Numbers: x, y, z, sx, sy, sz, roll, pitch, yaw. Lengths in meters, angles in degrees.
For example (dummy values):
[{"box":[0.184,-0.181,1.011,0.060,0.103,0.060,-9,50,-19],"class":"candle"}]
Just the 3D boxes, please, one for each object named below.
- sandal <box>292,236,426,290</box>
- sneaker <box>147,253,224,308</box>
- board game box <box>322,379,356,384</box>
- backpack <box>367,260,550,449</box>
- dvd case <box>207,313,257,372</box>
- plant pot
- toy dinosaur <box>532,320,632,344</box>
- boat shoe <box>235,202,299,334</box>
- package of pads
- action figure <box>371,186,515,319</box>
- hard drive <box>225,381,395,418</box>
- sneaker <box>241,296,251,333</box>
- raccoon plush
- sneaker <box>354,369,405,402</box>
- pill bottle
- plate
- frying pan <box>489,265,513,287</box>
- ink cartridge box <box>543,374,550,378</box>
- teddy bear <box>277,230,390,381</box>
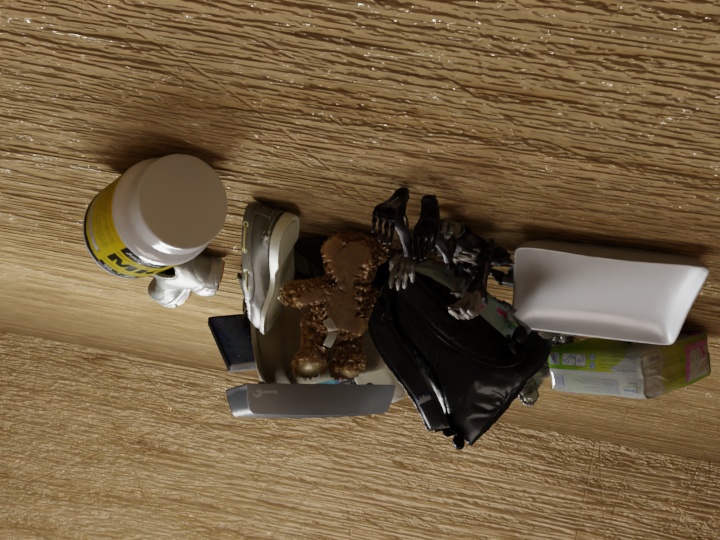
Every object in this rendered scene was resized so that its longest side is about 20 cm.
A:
[{"box":[0.000,0.000,1.113,0.196,0.083,0.055,4,-171,-3],"class":"sandal"},{"box":[-0.295,0.001,1.342,0.091,0.077,0.199,28,152,-32],"class":"sneaker"},{"box":[-0.083,0.133,1.410,0.149,0.048,0.199,-14,-145,-41],"class":"board game box"},{"box":[0.106,0.082,1.009,0.200,0.168,0.126,43,-160,18],"class":"backpack"},{"box":[-0.132,0.107,1.366,0.197,0.018,0.143,-4,-151,-23],"class":"dvd case"},{"box":[-0.036,0.074,1.206,0.180,0.204,0.201,-4,164,12],"class":"plant pot"},{"box":[0.257,0.061,1.112,0.196,0.078,0.102,3,164,-17],"class":"toy dinosaur"},{"box":[-0.119,-0.002,1.052,0.060,0.072,0.203,24,138,10],"class":"boat shoe"},{"box":[0.377,0.127,1.185,0.198,0.070,0.153,-7,-177,-42],"class":"package of pads"},{"box":[0.083,-0.011,0.900,0.118,0.104,0.199,18,172,34],"class":"action figure"},{"box":[-0.066,0.168,1.112,0.197,0.043,0.135,4,168,-21],"class":"hard drive"},{"box":[-0.102,0.051,1.390,0.197,0.067,0.091,-4,-149,-19],"class":"sneaker"},{"box":[0.291,0.157,1.352,0.198,0.136,0.096,19,163,-31],"class":"raccoon plush"},{"box":[0.005,0.119,1.317,0.075,0.202,0.088,-37,152,16],"class":"sneaker"},{"box":[-0.223,-0.057,0.924,0.113,0.116,0.199,17,165,-27],"class":"pill bottle"},{"box":[0.271,0.022,0.968,0.196,0.033,0.201,6,152,11],"class":"plate"},{"box":[0.201,0.007,1.050,0.186,0.031,0.115,9,165,-5],"class":"frying pan"},{"box":[0.214,0.168,1.434,0.197,0.069,0.115,-13,179,-32],"class":"ink cartridge box"},{"box":[-0.029,0.045,1.057,0.142,0.204,0.067,-9,-160,-8],"class":"teddy bear"}]
